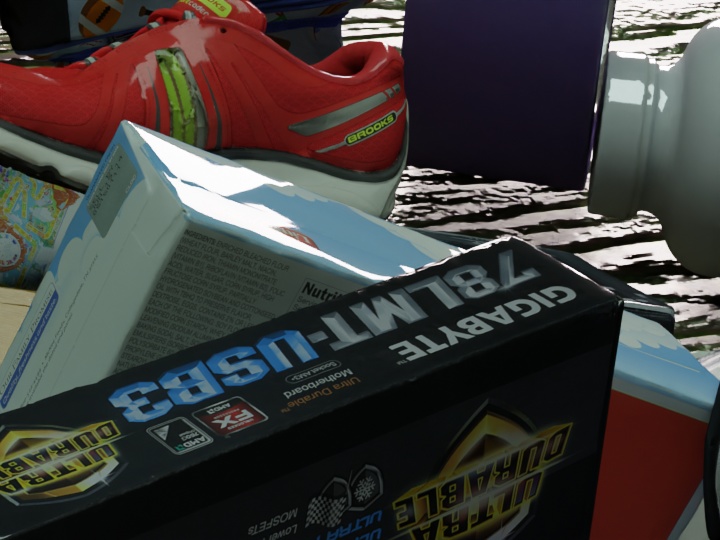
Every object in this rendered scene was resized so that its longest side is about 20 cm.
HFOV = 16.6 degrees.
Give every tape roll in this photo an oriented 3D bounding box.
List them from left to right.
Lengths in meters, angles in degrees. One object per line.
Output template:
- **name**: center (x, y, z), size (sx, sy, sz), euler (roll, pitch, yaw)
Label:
- **tape roll**: center (0.073, -0.140, 1.092), size (0.084, 0.201, 0.200), euler (9, 29, 5)

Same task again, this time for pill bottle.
- **pill bottle**: center (0.198, -0.046, 1.038), size (0.198, 0.112, 0.111), euler (6, 29, 3)

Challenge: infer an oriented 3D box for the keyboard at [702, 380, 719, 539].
- **keyboard**: center (0.190, 0.090, 0.711), size (0.198, 0.040, 0.105), euler (19, 61, 2)

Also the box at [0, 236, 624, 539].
- **box**: center (-0.026, 0.110, 0.630), size (0.199, 0.200, 0.050), euler (-19, 35, -37)

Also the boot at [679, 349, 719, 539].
- **boot**: center (0.121, 0.053, 0.896), size (0.090, 0.073, 0.199), euler (7, 11, 44)

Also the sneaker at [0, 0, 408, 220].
- **sneaker**: center (-0.073, -0.069, 0.908), size (0.199, 0.086, 0.077), euler (6, 6, -29)

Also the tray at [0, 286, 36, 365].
- **tray**: center (-0.077, 0.061, 0.829), size (0.198, 0.037, 0.099), euler (6, 61, 4)

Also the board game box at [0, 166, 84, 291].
- **board game box**: center (-0.135, 0.009, 0.961), size (0.133, 0.034, 0.200), euler (-1, 29, -11)

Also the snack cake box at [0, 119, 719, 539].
- **snack cake box**: center (0.000, 0.048, 0.717), size (0.199, 0.116, 0.067), euler (20, 16, -30)

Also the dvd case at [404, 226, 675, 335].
- **dvd case**: center (0.000, 0.000, 0.905), size (0.198, 0.025, 0.150), euler (7, 7, -10)

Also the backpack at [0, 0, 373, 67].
- **backpack**: center (-0.068, -0.139, 1.079), size (0.189, 0.155, 0.200), euler (-18, 16, -8)
